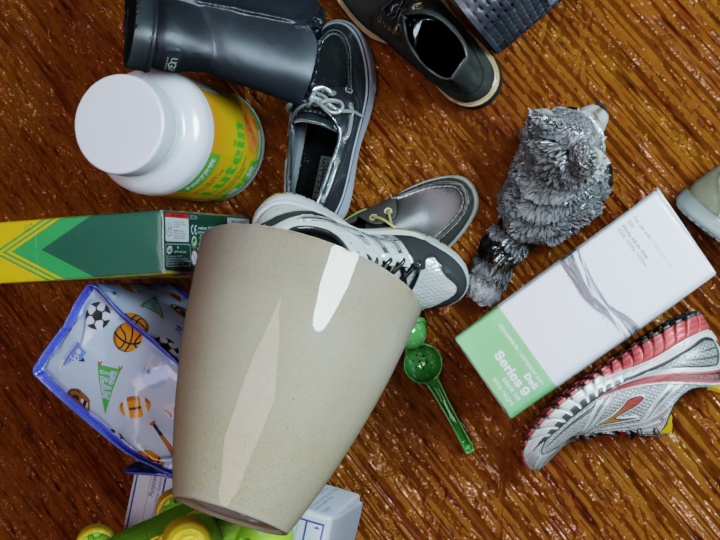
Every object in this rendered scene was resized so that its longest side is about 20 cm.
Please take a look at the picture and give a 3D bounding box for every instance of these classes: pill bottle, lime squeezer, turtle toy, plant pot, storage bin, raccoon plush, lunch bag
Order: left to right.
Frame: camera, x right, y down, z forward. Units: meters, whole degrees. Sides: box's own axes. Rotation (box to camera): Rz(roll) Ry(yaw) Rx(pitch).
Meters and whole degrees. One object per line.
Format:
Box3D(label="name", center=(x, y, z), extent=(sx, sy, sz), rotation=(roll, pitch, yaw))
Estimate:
Box3D(label="pill bottle", center=(-0.170, -0.121, 1.009), extent=(0.110, 0.200, 0.112), rotation=(0, 91, 16))
Box3D(label="lunch bag", center=(-0.167, 0.111, 1.027), extent=(0.200, 0.170, 0.124), rotation=(37, 102, 12))
Box3D(label="turtle toy", center=(-0.151, 0.248, 0.937), extent=(0.199, 0.146, 0.102), rotation=(-22, 97, -11))
Box3D(label="plant pot", center=(-0.070, 0.095, 0.874), extent=(0.186, 0.187, 0.201), rotation=(14, 71, 15))
Box3D(label="lime squeezer", center=(0.052, 0.078, 1.005), extent=(0.038, 0.071, 0.201), rotation=(-19, 125, 7))
Box3D(label="storage bin", center=(0.086, -0.299, 0.967), extent=(0.094, 0.135, 0.200), rotation=(-38, 81, 12))
Box3D(label="raccoon plush", center=(0.153, -0.051, 0.953), extent=(0.096, 0.134, 0.201), rotation=(21, 96, 13))

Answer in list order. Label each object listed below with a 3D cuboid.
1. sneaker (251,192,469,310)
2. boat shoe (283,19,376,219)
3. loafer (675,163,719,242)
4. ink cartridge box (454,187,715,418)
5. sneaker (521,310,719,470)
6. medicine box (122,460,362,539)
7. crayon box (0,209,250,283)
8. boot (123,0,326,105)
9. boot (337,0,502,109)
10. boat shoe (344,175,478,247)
Box3D(label="sneaker", center=(0.000, 0.000, 0.963), extent=(0.199, 0.088, 0.076), rotation=(16, 111, -9))
Box3D(label="boat shoe", center=(-0.036, -0.141, 1.029), extent=(0.073, 0.068, 0.200), rotation=(10, 83, 20))
Box3D(label="loafer", center=(0.359, -0.023, 0.927), extent=(0.200, 0.075, 0.070), rotation=(38, 104, 12))
Box3D(label="ink cartridge box", center=(0.191, 0.027, 0.938), extent=(0.200, 0.146, 0.084), rotation=(-37, 81, 13))
Box3D(label="sneaker", center=(0.226, 0.119, 0.966), extent=(0.200, 0.078, 0.082), rotation=(-35, 83, 14))
Box3D(label="medicine box", center=(-0.121, 0.279, 1.052), extent=(0.199, 0.103, 0.183), rotation=(14, 95, 15))
Box3D(label="crayon box", center=(-0.215, -0.021, 1.023), extent=(0.172, 0.200, 0.059), rotation=(-2, 90, 15))
Box3D(label="boot", center=(-0.118, -0.240, 0.978), extent=(0.167, 0.076, 0.201), rotation=(8, 58, -22))
Box3D(label="boot", center=(0.037, -0.229, 0.981), extent=(0.200, 0.138, 0.078), rotation=(39, 101, 13))
Box3D(label="boat shoe", center=(0.017, -0.023, 1.030), extent=(0.201, 0.061, 0.072), rotation=(-31, 82, 14))
